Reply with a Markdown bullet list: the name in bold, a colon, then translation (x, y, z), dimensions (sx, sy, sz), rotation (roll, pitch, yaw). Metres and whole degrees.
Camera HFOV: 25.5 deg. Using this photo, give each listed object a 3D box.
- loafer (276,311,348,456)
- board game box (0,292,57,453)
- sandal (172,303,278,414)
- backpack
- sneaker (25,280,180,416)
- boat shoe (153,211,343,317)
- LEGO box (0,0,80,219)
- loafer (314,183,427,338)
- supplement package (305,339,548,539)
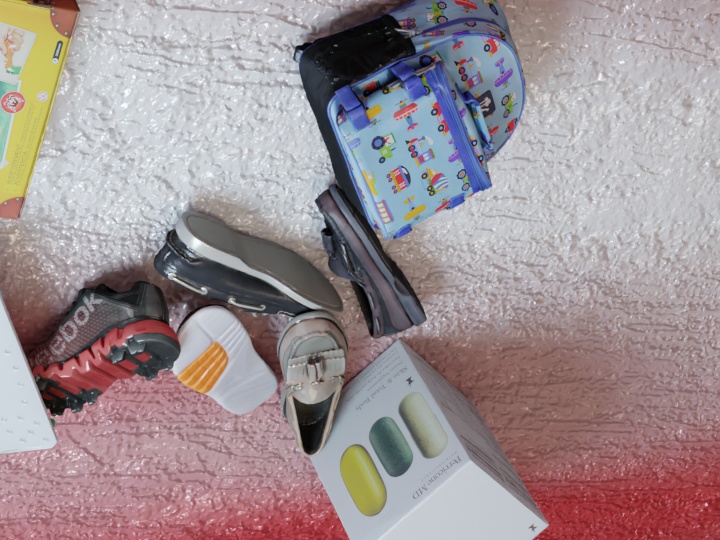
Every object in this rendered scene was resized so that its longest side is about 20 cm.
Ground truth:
- **loafer**: translation (-0.044, 0.114, 1.564), dimensions (0.071, 0.063, 0.201), rotation (-7, 148, -9)
- **board game box**: translation (-0.390, 0.089, 1.419), dimensions (0.198, 0.026, 0.201), rotation (-7, 129, 7)
- **sandal**: translation (-0.143, 0.081, 1.546), dimensions (0.079, 0.059, 0.207), rotation (-36, 151, -4)
- **backpack**: translation (0.064, -0.149, 1.421), dimensions (0.199, 0.135, 0.183), rotation (-26, 131, -8)
- **sneaker**: translation (-0.254, 0.069, 1.479), dimensions (0.199, 0.099, 0.071), rotation (-23, 144, 24)
- **boat shoe**: translation (-0.104, 0.010, 1.499), dimensions (0.199, 0.074, 0.060), rotation (23, 118, -38)
- **LEGO box**: translation (-0.328, -0.151, 1.283), dimensions (0.148, 0.077, 0.201), rotation (8, 120, -28)
- **loafer**: translation (0.000, 0.000, 1.541), dimensions (0.063, 0.072, 0.200), rotation (-31, 133, 6)
- **supplement package**: translation (0.061, 0.211, 1.630), dimensions (0.152, 0.200, 0.151), rotation (-41, 129, 8)
